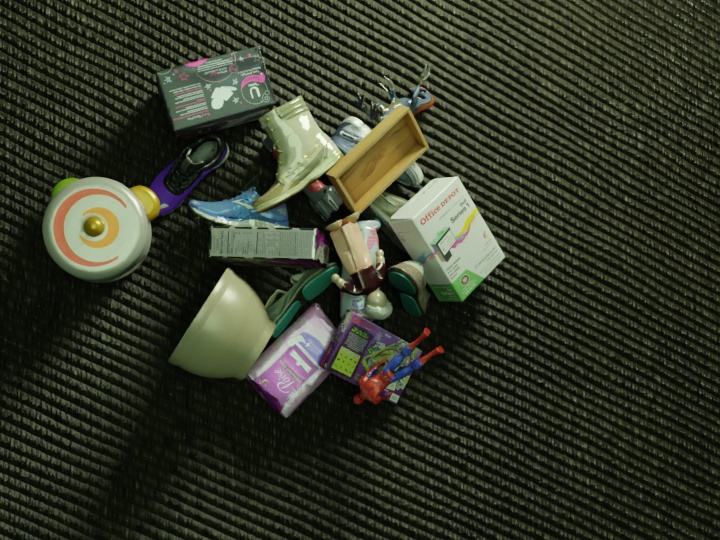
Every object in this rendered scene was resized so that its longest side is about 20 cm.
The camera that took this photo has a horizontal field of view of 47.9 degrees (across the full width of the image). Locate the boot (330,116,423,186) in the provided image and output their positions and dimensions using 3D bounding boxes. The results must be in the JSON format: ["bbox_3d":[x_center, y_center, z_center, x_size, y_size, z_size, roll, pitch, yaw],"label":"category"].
[{"bbox_3d":[0.024,-0.212,1.610,0.199,0.073,0.091,36,62,2],"label":"boot"}]

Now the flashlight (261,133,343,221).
[{"bbox_3d":[-0.107,-0.197,1.592,0.068,0.068,0.200,-42,93,-15],"label":"flashlight"}]

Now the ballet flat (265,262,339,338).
[{"bbox_3d":[-0.128,0.043,1.571,0.064,0.068,0.200,37,75,24],"label":"ballet flat"}]

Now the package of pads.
[{"bbox_3d":[-0.117,0.171,1.553,0.200,0.076,0.121,-44,92,-12],"label":"package of pads"}]

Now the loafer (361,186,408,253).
[{"bbox_3d":[0.054,-0.121,1.620,0.200,0.075,0.070,45,73,-14],"label":"loafer"}]

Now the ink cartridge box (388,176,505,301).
[{"bbox_3d":[0.171,-0.062,1.591,0.145,0.084,0.201,-42,110,-23],"label":"ink cartridge box"}]

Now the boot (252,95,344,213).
[{"bbox_3d":[-0.150,-0.216,1.521,0.199,0.072,0.155,-37,98,-9],"label":"boot"}]

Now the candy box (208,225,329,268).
[{"bbox_3d":[-0.166,-0.042,1.503,0.197,0.136,0.062,2,84,9],"label":"candy box"}]

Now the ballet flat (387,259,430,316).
[{"bbox_3d":[0.097,0.020,1.562,0.068,0.200,0.068,23,71,20],"label":"ballet flat"}]

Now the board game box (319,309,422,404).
[{"bbox_3d":[0.023,0.168,1.558,0.199,0.032,0.121,32,86,-36],"label":"board game box"}]

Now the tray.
[{"bbox_3d":[0.034,-0.210,1.537,0.200,0.037,0.099,-44,129,-13],"label":"tray"}]

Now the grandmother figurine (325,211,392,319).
[{"bbox_3d":[0.001,0.000,1.510,0.120,0.061,0.202,-26,91,-16],"label":"grandmother figurine"}]

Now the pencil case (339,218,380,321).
[{"bbox_3d":[0.000,0.000,1.588,0.082,0.091,0.203,-1,84,11],"label":"pencil case"}]

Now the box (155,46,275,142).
[{"bbox_3d":[-0.274,-0.329,1.535,0.198,0.132,0.116,-17,92,-12],"label":"box"}]

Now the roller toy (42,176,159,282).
[{"bbox_3d":[-0.471,-0.071,1.467,0.198,0.140,0.185,9,84,-10],"label":"roller toy"}]

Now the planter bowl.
[{"bbox_3d":[-0.238,0.114,1.468,0.134,0.200,0.201,32,80,-7],"label":"planter bowl"}]

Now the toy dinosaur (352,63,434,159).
[{"bbox_3d":[0.073,-0.320,1.620,0.180,0.105,0.202,1,108,-42],"label":"toy dinosaur"}]

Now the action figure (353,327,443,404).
[{"bbox_3d":[0.069,0.186,1.523,0.199,0.099,0.066,-39,82,16],"label":"action figure"}]

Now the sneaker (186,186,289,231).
[{"bbox_3d":[-0.234,-0.117,1.561,0.198,0.078,0.090,7,77,-19],"label":"sneaker"}]

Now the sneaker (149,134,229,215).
[{"bbox_3d":[-0.331,-0.188,1.525,0.070,0.099,0.200,44,82,-5],"label":"sneaker"}]
